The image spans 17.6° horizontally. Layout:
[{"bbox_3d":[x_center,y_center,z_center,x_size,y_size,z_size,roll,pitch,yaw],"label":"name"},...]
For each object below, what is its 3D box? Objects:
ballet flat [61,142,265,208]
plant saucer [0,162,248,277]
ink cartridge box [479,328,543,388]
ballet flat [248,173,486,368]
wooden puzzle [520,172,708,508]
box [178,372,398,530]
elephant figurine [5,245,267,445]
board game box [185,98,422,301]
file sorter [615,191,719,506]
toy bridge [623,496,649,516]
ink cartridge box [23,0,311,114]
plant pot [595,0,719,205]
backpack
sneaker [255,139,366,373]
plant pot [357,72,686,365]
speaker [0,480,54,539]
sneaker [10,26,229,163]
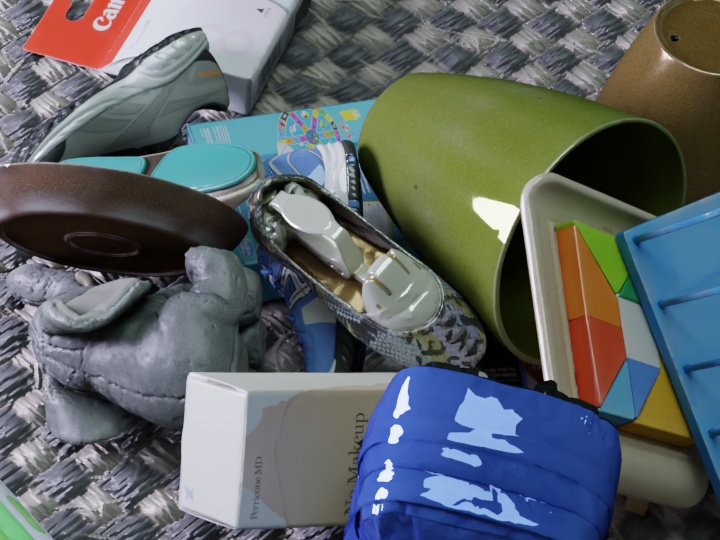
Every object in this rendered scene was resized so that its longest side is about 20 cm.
[{"bbox_3d":[-0.143,-0.055,1.704,0.199,0.062,0.068,1,44,33],"label":"ballet flat"},{"bbox_3d":[-0.179,-0.031,1.640,0.199,0.200,0.032,7,75,0],"label":"plant saucer"},{"bbox_3d":[0.114,0.079,1.673,0.094,0.037,0.200,-1,49,-7],"label":"ink cartridge box"},{"bbox_3d":[0.000,0.000,1.584,0.200,0.072,0.072,37,53,17],"label":"ballet flat"},{"bbox_3d":[0.177,0.048,1.548,0.037,0.185,0.201,-15,69,36],"label":"wooden puzzle"},{"bbox_3d":[-0.014,0.116,1.524,0.199,0.095,0.078,0,6,-34],"label":"box"},{"bbox_3d":[-0.172,0.055,1.617,0.199,0.155,0.142,1,80,9],"label":"elephant figurine"},{"bbox_3d":[-0.020,-0.057,1.773,0.199,0.047,0.151,-8,50,-14],"label":"board game box"},{"bbox_3d":[0.285,0.038,1.523,0.138,0.123,0.201,-21,91,-23],"label":"file sorter"},{"bbox_3d":[0.287,0.162,1.616,0.199,0.027,0.067,14,47,8],"label":"toy bridge"},{"bbox_3d":[-0.154,-0.218,1.911,0.199,0.057,0.163,20,48,6],"label":"ink cartridge box"},{"bbox_3d":[0.248,-0.102,1.742,0.186,0.200,0.187,3,48,-3],"label":"plant pot"},{"bbox_3d":[0.072,0.154,1.370,0.162,0.200,0.168,11,62,-2],"label":"backpack"},{"bbox_3d":[-0.035,0.007,1.667,0.077,0.076,0.201,-3,74,3],"label":"sneaker"},{"bbox_3d":[0.096,-0.060,1.660,0.187,0.188,0.200,-30,44,-29],"label":"plant pot"},{"bbox_3d":[-0.232,0.197,1.490,0.088,0.089,0.200,-29,57,-29],"label":"speaker"},{"bbox_3d":[-0.186,-0.108,1.786,0.200,0.074,0.079,-35,101,-16],"label":"sneaker"}]
